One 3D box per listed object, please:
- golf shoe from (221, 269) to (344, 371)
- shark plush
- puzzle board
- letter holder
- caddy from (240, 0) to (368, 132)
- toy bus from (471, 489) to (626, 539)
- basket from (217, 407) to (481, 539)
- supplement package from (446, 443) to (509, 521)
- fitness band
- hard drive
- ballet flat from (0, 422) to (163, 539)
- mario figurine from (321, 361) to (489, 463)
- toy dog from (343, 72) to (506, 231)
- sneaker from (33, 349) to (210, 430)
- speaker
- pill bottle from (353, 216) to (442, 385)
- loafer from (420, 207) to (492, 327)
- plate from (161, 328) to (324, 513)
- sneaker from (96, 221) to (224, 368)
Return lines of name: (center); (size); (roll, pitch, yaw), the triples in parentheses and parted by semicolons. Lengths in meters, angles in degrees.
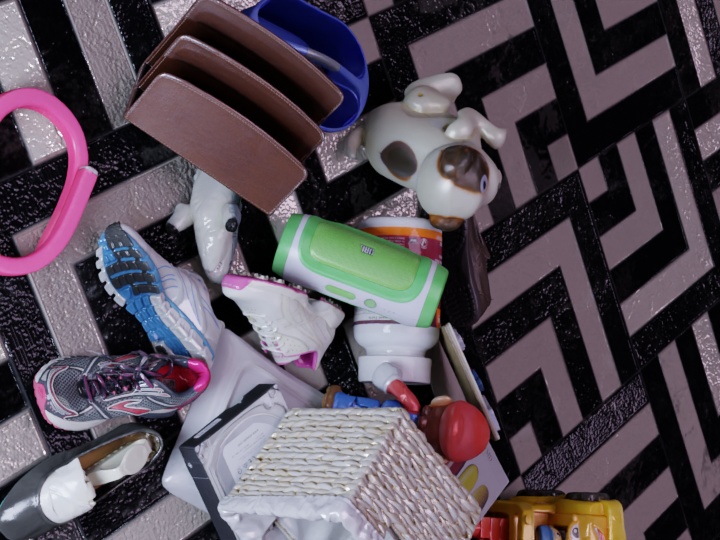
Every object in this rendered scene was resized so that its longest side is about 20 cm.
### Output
golf shoe: (-0.093, 0.060, 1.665); (0.199, 0.075, 0.092); (27, 78, -50)
shark plush: (-0.163, -0.087, 1.653); (0.083, 0.090, 0.202); (54, 29, -50)
puzzle board: (0.137, 0.139, 1.809); (0.017, 0.200, 0.152); (-24, 86, -1)
letter holder: (-0.131, -0.183, 1.562); (0.199, 0.142, 0.101); (34, 36, -21)
caddy: (-0.075, -0.241, 1.696); (0.199, 0.104, 0.143); (20, 71, -41)
toy bus: (0.220, 0.351, 1.876); (0.191, 0.199, 0.137); (12, 77, -35)
basket: (-0.006, 0.264, 1.559); (0.199, 0.199, 0.161); (53, 52, -28)
supplement package: (0.077, 0.285, 1.793); (0.200, 0.109, 0.114); (-46, 117, -37)
fitness band: (-0.347, -0.090, 1.464); (0.143, 0.037, 0.201); (37, 60, -36)
hard drive: (-0.110, 0.248, 1.621); (0.139, 0.038, 0.202); (-35, 112, -40)
ballet flat: (-0.283, 0.211, 1.476); (0.200, 0.068, 0.069); (-34, 108, -41)
mario figurine: (0.056, 0.188, 1.708); (0.106, 0.198, 0.124); (-74, 166, -52)
toy dog: (0.095, -0.142, 1.775); (0.192, 0.200, 0.141); (0, 123, -30)
sneaker: (-0.250, 0.116, 1.503); (0.199, 0.074, 0.081); (-5, 74, -43)
speaker: (0.000, 0.000, 1.694); (0.198, 0.089, 0.089); (20, 67, 1)
pill bottle: (0.046, 0.039, 1.787); (0.109, 0.109, 0.202); (9, 80, -43)
loafer: (0.132, -0.029, 1.915); (0.071, 0.072, 0.202); (-20, 105, -54)
plate: (-0.119, 0.199, 1.664); (0.199, 0.032, 0.201); (38, 62, -36)
sneaker: (-0.215, 0.018, 1.571); (0.201, 0.074, 0.087); (60, 40, -29)
